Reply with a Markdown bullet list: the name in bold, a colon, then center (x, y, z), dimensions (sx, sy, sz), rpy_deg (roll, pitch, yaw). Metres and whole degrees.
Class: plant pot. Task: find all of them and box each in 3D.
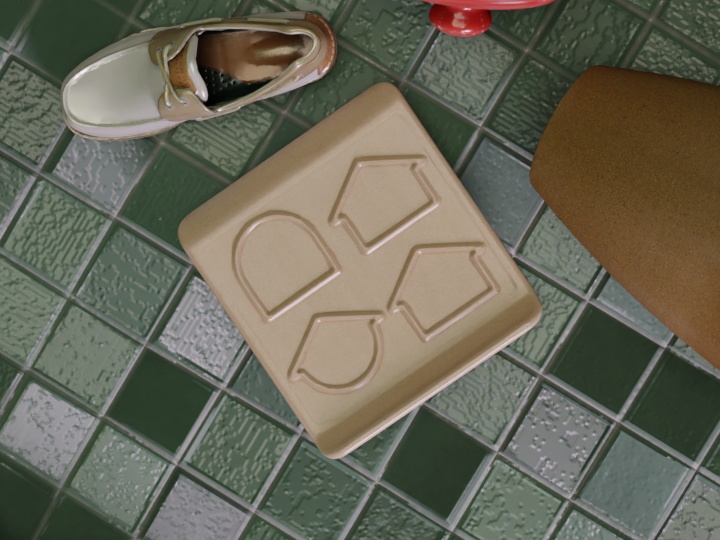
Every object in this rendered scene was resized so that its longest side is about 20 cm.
- **plant pot**: center (0.219, -0.050, 1.553), dimensions (0.199, 0.186, 0.187), rpy_deg (31, 95, 16)

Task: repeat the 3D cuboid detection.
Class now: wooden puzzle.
- **wooden puzzle**: center (0.000, 0.000, 1.628), dimensions (0.185, 0.046, 0.200), rpy_deg (-34, 85, 5)

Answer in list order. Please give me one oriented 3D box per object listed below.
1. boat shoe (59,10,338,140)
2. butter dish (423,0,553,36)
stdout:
- **boat shoe**: center (-0.116, -0.139, 1.615), dimensions (0.199, 0.068, 0.075), rpy_deg (-17, 91, 5)
- **butter dish**: center (0.074, -0.227, 1.559), dimensions (0.199, 0.200, 0.149), rpy_deg (8, 117, 4)
